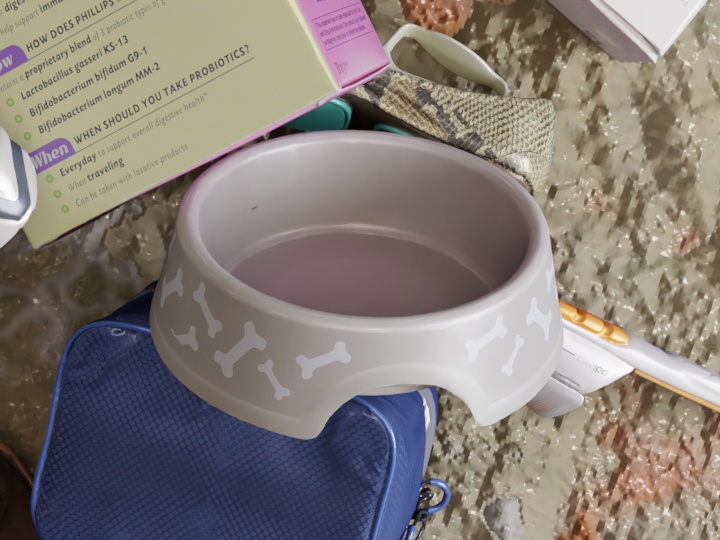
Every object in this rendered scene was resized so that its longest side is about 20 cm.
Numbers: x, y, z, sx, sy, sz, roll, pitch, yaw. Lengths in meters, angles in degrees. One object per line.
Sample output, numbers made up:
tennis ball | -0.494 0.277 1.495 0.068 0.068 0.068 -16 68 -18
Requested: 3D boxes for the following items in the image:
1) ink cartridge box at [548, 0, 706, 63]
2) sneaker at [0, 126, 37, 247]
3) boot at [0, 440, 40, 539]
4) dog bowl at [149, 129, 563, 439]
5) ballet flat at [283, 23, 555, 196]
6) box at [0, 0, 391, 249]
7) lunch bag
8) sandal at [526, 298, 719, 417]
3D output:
ink cartridge box | 0.170 -0.205 1.092 0.086 0.148 0.200 40 93 -3
sneaker | -0.257 -0.023 0.999 0.199 0.080 0.130 -34 122 12
boot | -0.211 0.135 1.078 0.072 0.167 0.200 -29 130 9
dog bowl | 0.000 0.000 1.050 0.198 0.201 0.059 3 122 -1
ballet flat | 0.007 -0.095 1.146 0.199 0.068 0.076 18 74 -1
box | -0.113 -0.142 1.060 0.175 0.097 0.201 -26 95 19
lunch bag | -0.052 0.089 1.121 0.199 0.132 0.137 19 105 6
sandal | 0.117 0.054 1.148 0.205 0.079 0.060 25 92 -5
